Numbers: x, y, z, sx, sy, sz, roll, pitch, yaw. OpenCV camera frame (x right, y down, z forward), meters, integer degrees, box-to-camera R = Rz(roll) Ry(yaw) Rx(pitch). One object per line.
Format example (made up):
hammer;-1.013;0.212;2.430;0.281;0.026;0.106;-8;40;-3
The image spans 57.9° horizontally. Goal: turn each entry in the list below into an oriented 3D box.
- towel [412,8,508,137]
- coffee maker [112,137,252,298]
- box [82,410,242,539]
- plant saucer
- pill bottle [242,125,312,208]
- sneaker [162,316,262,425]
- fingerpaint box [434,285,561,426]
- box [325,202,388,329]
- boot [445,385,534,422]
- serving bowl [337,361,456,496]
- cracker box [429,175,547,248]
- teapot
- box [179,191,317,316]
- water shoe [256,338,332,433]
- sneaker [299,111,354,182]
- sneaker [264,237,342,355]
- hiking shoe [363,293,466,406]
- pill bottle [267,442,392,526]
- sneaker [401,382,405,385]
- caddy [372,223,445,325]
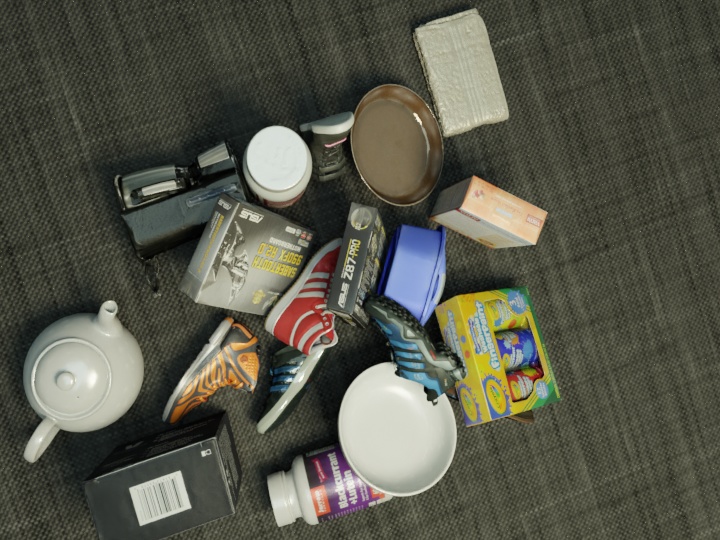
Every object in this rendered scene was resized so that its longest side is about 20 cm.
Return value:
towel;0.177;-0.349;1.152;0.129;0.034;0.205;-17;94;-6
coffee maker;-0.272;-0.090;1.056;0.195;0.135;0.196;-17;116;-6
box;-0.292;0.319;1.005;0.192;0.200;0.120;-17;92;-7
plant saucer;0.059;-0.210;1.106;0.196;0.032;0.206;2;86;-33
pill bottle;-0.131;-0.161;1.025;0.106;0.200;0.113;0;90;-8
sneaker;-0.234;0.188;1.075;0.111;0.078;0.202;36;86;-6
fingerpaint box;0.230;0.138;1.088;0.163;0.073;0.205;-5;74;-31
box;0.000;0.000;1.036;0.048;0.200;0.165;14;82;10
boot;0.234;0.199;1.140;0.196;0.074;0.099;23;80;-20
serving bowl;0.052;0.255;1.035;0.195;0.066;0.205;7;65;-14
cracker box;0.204;-0.091;1.073;0.131;0.200;0.059;25;87;-8
teapot;-0.440;0.167;1.012;0.192;0.146;0.205;-15;93;-7
box;-0.170;-0.017;1.021;0.048;0.199;0.161;28;95;33
water shoe;-0.125;0.178;1.105;0.078;0.072;0.202;33;81;15
sneaker;-0.045;-0.195;1.048;0.069;0.200;0.102;-19;104;-15
sneaker;-0.057;0.047;1.073;0.111;0.072;0.201;32;73;20
hiking shoe;0.071;0.122;0.997;0.199;0.075;0.087;42;102;-7
pill bottle;-0.052;0.353;1.084;0.195;0.111;0.114;-16;92;-7
sneaker;0.091;0.219;1.130;0.198;0.076;0.117;-34;100;4
caddy;0.090;0.017;1.088;0.102;0.141;0.205;16;89;-4
